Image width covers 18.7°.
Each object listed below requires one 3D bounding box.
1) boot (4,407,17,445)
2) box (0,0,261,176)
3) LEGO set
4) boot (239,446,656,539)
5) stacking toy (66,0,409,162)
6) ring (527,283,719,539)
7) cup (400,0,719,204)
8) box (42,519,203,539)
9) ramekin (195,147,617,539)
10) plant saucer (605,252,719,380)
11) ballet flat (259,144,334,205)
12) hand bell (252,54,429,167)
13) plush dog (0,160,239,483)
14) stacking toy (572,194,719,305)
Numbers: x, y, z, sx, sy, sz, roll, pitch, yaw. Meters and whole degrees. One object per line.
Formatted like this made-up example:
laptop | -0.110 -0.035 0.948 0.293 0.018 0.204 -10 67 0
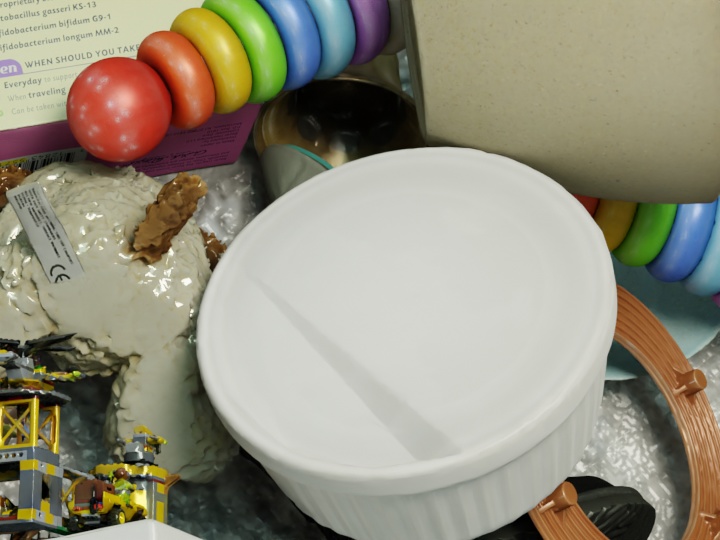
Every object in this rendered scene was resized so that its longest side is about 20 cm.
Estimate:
boot | -0.269 0.015 1.150 0.200 0.064 0.187 6 70 -13
box | -0.170 -0.153 1.234 0.176 0.097 0.200 -12 71 -20
LEGO set | -0.185 0.072 1.020 0.200 0.154 0.116 -9 72 29
boot | 0.048 0.110 1.185 0.211 0.079 0.158 1 36 -42
stacking toy | -0.068 -0.119 1.151 0.200 0.085 0.085 -29 76 -25
ring | 0.142 0.089 1.165 0.200 0.019 0.201 28 48 -37
cup | 0.096 -0.124 1.112 0.143 0.200 0.200 -7 68 -2
box | -0.097 0.193 1.020 0.124 0.200 0.098 -15 66 22
ramekin | 0.027 0.044 1.063 0.202 0.094 0.202 -7 50 8
plant saucer | 0.128 -0.022 1.288 0.201 0.039 0.201 6 64 -12
ballet flat | 0.000 0.000 1.189 0.200 0.067 0.064 37 62 26
hand bell | -0.004 -0.150 1.299 0.104 0.104 0.200 12 50 -10
plush dog | -0.135 -0.006 1.137 0.200 0.172 0.161 24 105 -17
stacking toy | 0.153 -0.032 1.219 0.200 0.085 0.085 13 63 -10
